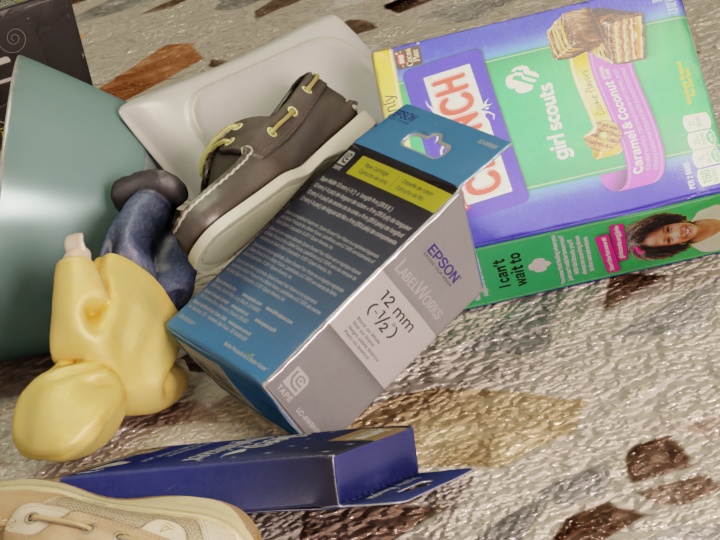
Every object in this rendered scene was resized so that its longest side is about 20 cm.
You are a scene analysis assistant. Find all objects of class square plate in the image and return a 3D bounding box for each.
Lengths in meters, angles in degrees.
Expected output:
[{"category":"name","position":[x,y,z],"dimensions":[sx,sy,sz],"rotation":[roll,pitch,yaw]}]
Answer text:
[{"category":"square plate","position":[-0.022,-0.070,1.760],"dimensions":[0.198,0.200,0.028],"rotation":[-27,-20,-39]}]

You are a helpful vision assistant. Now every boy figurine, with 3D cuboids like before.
[{"category":"boy figurine","position":[-0.143,0.039,1.636],"dimensions":[0.064,0.124,0.200],"rotation":[-10,46,39]}]

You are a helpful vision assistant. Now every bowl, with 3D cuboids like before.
[{"category":"bowl","position":[-0.180,-0.036,1.778],"dimensions":[0.105,0.201,0.201],"rotation":[4,19,-5]}]

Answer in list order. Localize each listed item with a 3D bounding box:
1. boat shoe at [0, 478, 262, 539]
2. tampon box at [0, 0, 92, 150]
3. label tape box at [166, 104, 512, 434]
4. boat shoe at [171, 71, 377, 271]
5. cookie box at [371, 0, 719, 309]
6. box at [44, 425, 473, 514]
[{"category":"boat shoe","position":[-0.151,0.149,1.386],"dimensions":[0.200,0.071,0.065],"rotation":[-5,21,21]},{"category":"tampon box","position":[-0.303,-0.152,2.199],"dimensions":[0.126,0.150,0.200],"rotation":[-20,20,-19]},{"category":"label tape box","position":[0.000,0.000,1.592],"dimensions":[0.200,0.066,0.143],"rotation":[-43,28,-11]},{"category":"boat shoe","position":[-0.063,-0.062,1.659],"dimensions":[0.072,0.061,0.201],"rotation":[-48,-5,36]},{"category":"cookie box","position":[0.119,-0.075,1.701],"dimensions":[0.200,0.075,0.171],"rotation":[-14,54,4]},{"category":"box","position":[-0.052,0.107,1.442],"dimensions":[0.200,0.032,0.121],"rotation":[-5,2,21]}]
